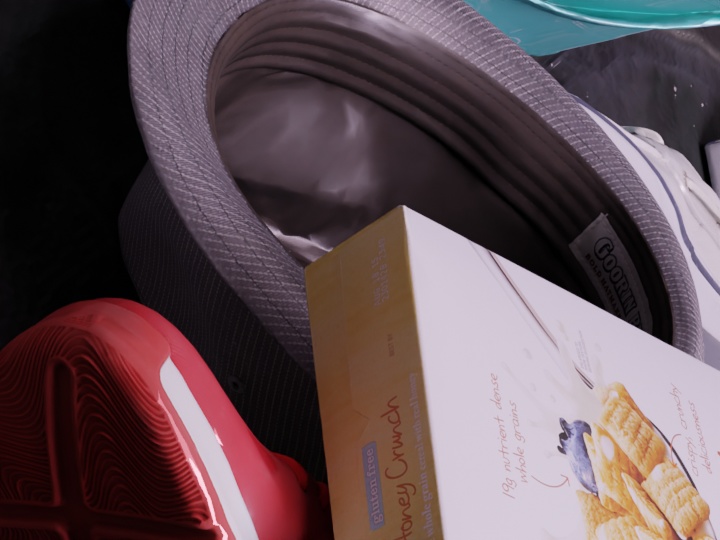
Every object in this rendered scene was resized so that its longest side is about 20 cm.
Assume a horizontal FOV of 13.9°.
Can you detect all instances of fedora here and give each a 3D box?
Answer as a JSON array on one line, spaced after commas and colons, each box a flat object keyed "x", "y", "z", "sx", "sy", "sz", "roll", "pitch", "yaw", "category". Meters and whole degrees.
[{"x": 0.000, "y": 0.000, "z": 0.843, "sx": 0.200, "sy": 0.090, "sz": 0.177, "roll": 37, "pitch": 37, "yaw": -7, "category": "fedora"}]

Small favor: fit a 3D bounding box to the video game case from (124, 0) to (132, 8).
[{"x": -0.026, "y": -0.104, "z": 0.935, "sx": 0.200, "sy": 0.018, "sz": 0.143, "roll": 57, "pitch": 38, "yaw": -28, "category": "video game case"}]

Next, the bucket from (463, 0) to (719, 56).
[{"x": 0.093, "y": -0.176, "z": 1.014, "sx": 0.207, "sy": 0.135, "sz": 0.207, "roll": 39, "pitch": 42, "yaw": -46, "category": "bucket"}]

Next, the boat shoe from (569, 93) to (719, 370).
[{"x": 0.093, "y": -0.017, "z": 1.036, "sx": 0.200, "sy": 0.072, "sz": 0.066, "roll": 42, "pitch": 43, "yaw": -44, "category": "boat shoe"}]

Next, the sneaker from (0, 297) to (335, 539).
[{"x": -0.022, "y": 0.068, "z": 0.725, "sx": 0.116, "sy": 0.078, "sz": 0.200, "roll": -51, "pitch": 138, "yaw": -42, "category": "sneaker"}]

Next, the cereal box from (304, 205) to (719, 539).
[{"x": 0.073, "y": 0.082, "z": 0.726, "sx": 0.200, "sy": 0.040, "sz": 0.144, "roll": 26, "pitch": 44, "yaw": -40, "category": "cereal box"}]

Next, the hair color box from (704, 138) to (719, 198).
[{"x": 0.210, "y": 0.037, "z": 1.158, "sx": 0.065, "sy": 0.109, "sz": 0.200, "roll": -3, "pitch": 83, "yaw": -57, "category": "hair color box"}]
